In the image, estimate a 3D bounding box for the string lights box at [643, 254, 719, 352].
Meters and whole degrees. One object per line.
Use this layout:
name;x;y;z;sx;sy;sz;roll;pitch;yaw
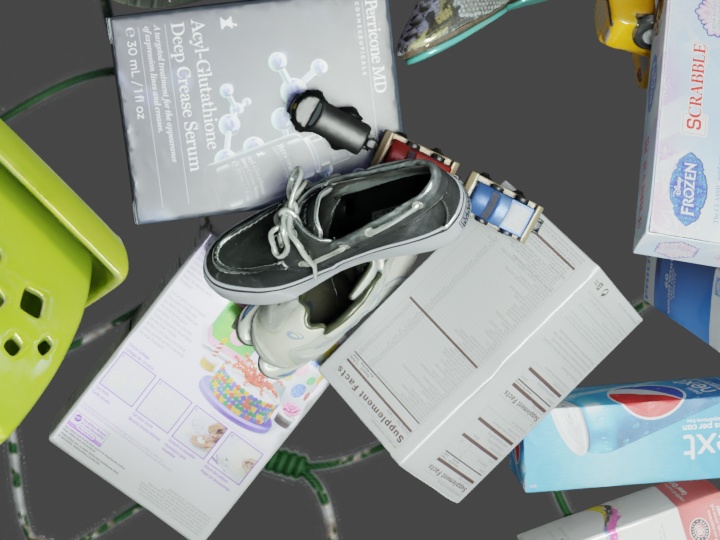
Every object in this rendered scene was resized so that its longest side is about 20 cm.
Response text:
string lights box;0.284;0.015;1.181;0.103;0.200;0.059;1;100;-6

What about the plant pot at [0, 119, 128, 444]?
plant pot;-0.289;0.007;1.114;0.200;0.199;0.182;46;58;-11

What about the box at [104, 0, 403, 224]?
box;-0.074;-0.123;1.171;0.200;0.107;0.149;-8;100;-5

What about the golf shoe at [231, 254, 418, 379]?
golf shoe;0.000;0.000;1.170;0.078;0.097;0.200;47;57;-9

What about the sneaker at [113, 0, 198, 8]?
sneaker;-0.136;-0.245;1.126;0.199;0.114;0.076;-15;143;-40

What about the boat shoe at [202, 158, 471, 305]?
boat shoe;-0.028;-0.030;1.079;0.199;0.068;0.074;-10;64;25

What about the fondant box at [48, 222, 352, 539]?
fondant box;-0.120;0.086;1.227;0.144;0.058;0.200;38;95;-11

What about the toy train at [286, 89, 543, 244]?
toy train;0.041;-0.072;1.114;0.200;0.046;0.034;26;95;-12

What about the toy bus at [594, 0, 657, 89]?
toy bus;0.271;-0.173;1.197;0.200;0.078;0.065;5;54;-10

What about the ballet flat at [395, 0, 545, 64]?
ballet flat;0.091;-0.210;1.164;0.200;0.072;0.072;-28;103;-34

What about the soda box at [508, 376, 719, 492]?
soda box;0.219;0.127;1.263;0.200;0.064;0.068;-4;100;-6

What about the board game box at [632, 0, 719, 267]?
board game box;0.293;-0.092;1.093;0.199;0.041;0.200;10;69;-2

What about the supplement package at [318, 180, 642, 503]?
supplement package;0.089;0.055;1.195;0.200;0.114;0.110;-45;145;3

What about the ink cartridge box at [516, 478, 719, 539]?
ink cartridge box;0.200;0.251;1.280;0.200;0.067;0.117;-18;100;-4
